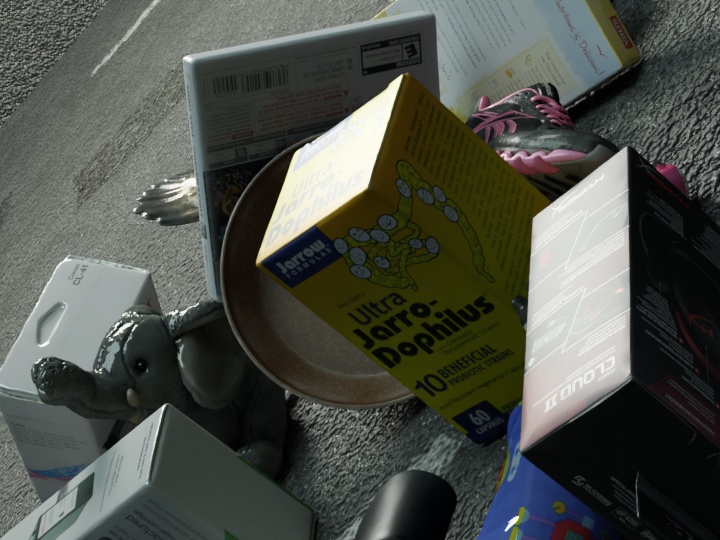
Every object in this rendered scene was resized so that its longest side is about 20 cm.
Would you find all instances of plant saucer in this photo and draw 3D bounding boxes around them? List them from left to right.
[{"bbox_3d":[0.000,0.000,1.244,0.201,0.200,0.037,-53,-11,-4],"label":"plant saucer"}]

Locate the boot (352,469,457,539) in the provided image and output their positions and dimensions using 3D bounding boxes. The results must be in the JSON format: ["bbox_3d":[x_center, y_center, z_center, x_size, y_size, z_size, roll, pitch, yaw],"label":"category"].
[{"bbox_3d":[0.011,0.227,0.976,0.168,0.076,0.202,-44,-36,-74],"label":"boot"}]

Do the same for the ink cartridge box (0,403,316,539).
[{"bbox_3d":[-0.151,0.209,1.230,0.200,0.146,0.084,-39,26,29],"label":"ink cartridge box"}]

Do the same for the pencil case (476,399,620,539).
[{"bbox_3d":[0.091,0.158,0.921,0.087,0.078,0.201,-38,24,51],"label":"pencil case"}]

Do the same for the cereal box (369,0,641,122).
[{"bbox_3d":[0.101,-0.172,1.338,0.199,0.145,0.039,-31,-3,38],"label":"cereal box"}]

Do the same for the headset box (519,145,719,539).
[{"bbox_3d":[0.155,0.058,0.859,0.075,0.148,0.201,-38,26,31],"label":"headset box"}]

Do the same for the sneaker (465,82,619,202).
[{"bbox_3d":[0.123,-0.095,1.243,0.200,0.079,0.096,5,66,63],"label":"sneaker"}]

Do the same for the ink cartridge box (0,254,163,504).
[{"bbox_3d":[-0.213,0.112,1.429,0.085,0.201,0.148,9,51,15],"label":"ink cartridge box"}]

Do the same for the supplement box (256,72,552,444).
[{"bbox_3d":[0.052,-0.004,1.089,0.109,0.200,0.110,-32,28,39],"label":"supplement box"}]

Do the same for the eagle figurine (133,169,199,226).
[{"bbox_3d":[-0.055,-0.063,1.365,0.152,0.199,0.151,-57,23,21],"label":"eagle figurine"}]

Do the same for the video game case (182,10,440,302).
[{"bbox_3d":[-0.029,-0.085,1.287,0.198,0.184,0.023,-14,23,-24],"label":"video game case"}]

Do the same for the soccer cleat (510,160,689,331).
[{"bbox_3d":[0.162,0.006,1.051,0.200,0.086,0.070,-41,-5,-48],"label":"soccer cleat"}]

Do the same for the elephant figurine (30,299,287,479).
[{"bbox_3d":[-0.141,0.078,1.315,0.141,0.201,0.156,-27,32,8],"label":"elephant figurine"}]
